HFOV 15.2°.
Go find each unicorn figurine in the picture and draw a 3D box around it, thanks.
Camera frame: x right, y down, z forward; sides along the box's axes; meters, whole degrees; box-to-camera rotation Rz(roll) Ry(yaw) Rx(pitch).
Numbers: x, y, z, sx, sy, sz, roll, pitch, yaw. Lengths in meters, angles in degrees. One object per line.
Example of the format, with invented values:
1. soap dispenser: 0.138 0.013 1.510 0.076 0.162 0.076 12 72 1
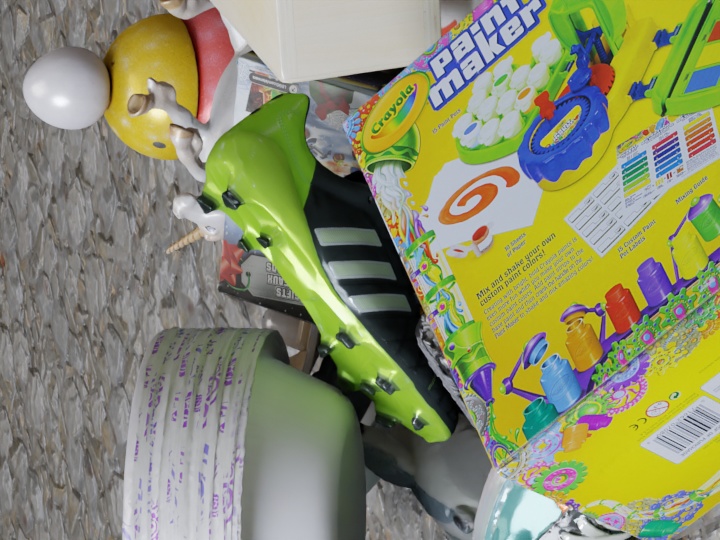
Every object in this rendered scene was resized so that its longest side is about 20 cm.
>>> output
1. unicorn figurine: -0.073 -0.091 1.525 0.074 0.137 0.200 38 98 34

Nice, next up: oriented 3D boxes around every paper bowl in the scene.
1. paper bowl: -0.055 0.130 1.397 0.201 0.104 0.202 1 -90 -82

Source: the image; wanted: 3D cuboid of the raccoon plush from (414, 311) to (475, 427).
1. raccoon plush: 0.113 0.042 1.335 0.097 0.134 0.200 50 174 39

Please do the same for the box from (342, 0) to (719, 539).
1. box: 0.127 -0.034 1.085 0.200 0.122 0.193 -39 51 21

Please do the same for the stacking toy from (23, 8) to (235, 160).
1. stacking toy: -0.106 -0.108 1.622 0.146 0.199 0.147 175 90 -67

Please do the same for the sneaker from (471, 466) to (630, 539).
1. sneaker: 0.122 0.089 1.245 0.080 0.071 0.200 48 117 41

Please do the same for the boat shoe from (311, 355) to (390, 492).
1. boat shoe: -0.003 0.077 1.566 0.060 0.076 0.200 43 129 16

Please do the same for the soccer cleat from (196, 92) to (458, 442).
1. soccer cleat: 0.000 0.000 1.360 0.200 0.081 0.067 54 156 -21

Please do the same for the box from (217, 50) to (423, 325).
1. box: 0.024 -0.027 1.399 0.199 0.040 0.137 18 116 24

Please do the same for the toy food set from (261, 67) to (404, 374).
1. toy food set: -0.028 -0.042 1.532 0.144 0.060 0.201 -64 -13 -63

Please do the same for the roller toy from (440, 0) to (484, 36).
1. roller toy: 0.081 -0.176 1.250 0.200 0.139 0.183 -132 42 -54

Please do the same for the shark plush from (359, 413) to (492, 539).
1. shark plush: 0.079 0.133 1.458 0.200 0.091 0.083 40 153 32

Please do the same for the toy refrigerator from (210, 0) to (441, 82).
1. toy refrigerator: -0.027 -0.151 1.254 0.200 0.076 0.070 -127 30 -64
